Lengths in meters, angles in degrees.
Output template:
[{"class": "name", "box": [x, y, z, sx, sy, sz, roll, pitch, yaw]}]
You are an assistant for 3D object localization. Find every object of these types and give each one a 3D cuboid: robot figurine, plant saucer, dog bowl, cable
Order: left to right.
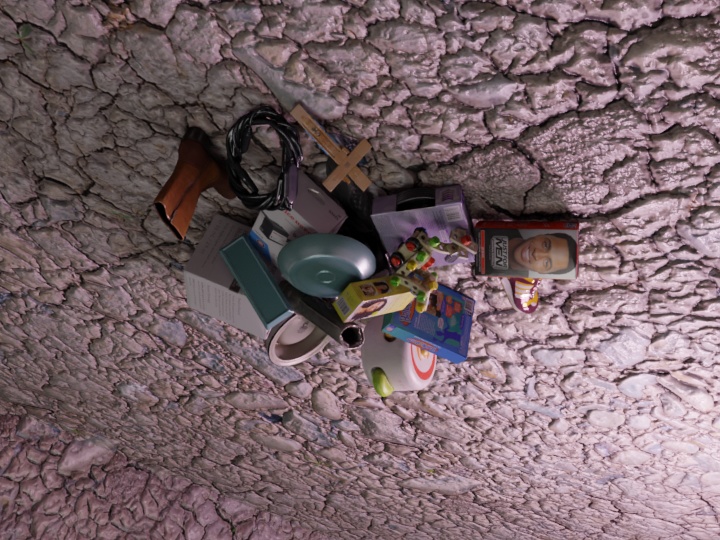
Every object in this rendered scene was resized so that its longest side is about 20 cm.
[{"class": "plant saucer", "box": [-0.216, 0.020, 1.732, 0.070, 0.201, 0.019, -33, 167, -1]}, {"class": "cable", "box": [-0.183, -0.211, 1.577, 0.162, 0.051, 0.202, 16, 119, 28]}, {"class": "dog bowl", "box": [-0.150, 0.133, 2.013, 0.198, 0.074, 0.201, -26, 145, -20]}, {"class": "plant saucer", "box": [-0.068, 0.001, 1.665, 0.197, 0.036, 0.201, 1, 144, 1]}, {"class": "robot figurine", "box": [0.002, 0.000, 1.795, 0.148, 0.126, 0.201, 0, 144, 19]}]

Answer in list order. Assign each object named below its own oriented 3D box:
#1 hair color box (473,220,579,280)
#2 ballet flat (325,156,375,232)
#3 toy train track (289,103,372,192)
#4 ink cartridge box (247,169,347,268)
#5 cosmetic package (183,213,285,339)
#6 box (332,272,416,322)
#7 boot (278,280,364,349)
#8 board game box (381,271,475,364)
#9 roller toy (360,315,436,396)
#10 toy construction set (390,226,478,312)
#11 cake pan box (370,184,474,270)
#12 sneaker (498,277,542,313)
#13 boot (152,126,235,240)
[{"class": "hair color box", "box": [0.322, -0.041, 1.634, 0.197, 0.061, 0.103, 1, 107, 17]}, {"class": "ballet flat", "box": [-0.016, -0.158, 1.653, 0.066, 0.057, 0.201, 18, 148, 38]}, {"class": "toy train track", "box": [-0.056, -0.225, 1.546, 0.200, 0.115, 0.033, 45, 177, -21]}, {"class": "ink cartridge box", "box": [-0.132, -0.087, 1.711, 0.145, 0.084, 0.200, 42, 145, 3]}, {"class": "cosmetic package", "box": [-0.261, 0.015, 1.850, 0.198, 0.166, 0.166, 21, 149, 5]}, {"class": "box", "box": [0.039, 0.053, 1.715, 0.199, 0.050, 0.075, -11, 150, -47]}, {"class": "boot", "box": [-0.069, 0.097, 1.768, 0.198, 0.073, 0.181, 24, -178, 27]}, {"class": "board game box", "box": [0.152, 0.099, 1.861, 0.198, 0.154, 0.045, 25, 146, -16]}, {"class": "roller toy", "box": [0.097, 0.188, 1.990, 0.138, 0.203, 0.182, -7, 177, 28]}, {"class": "toy construction set", "box": [0.132, -0.014, 1.649, 0.131, 0.092, 0.200, 42, 127, -3]}, {"class": "cake pan box", "box": [0.131, -0.082, 1.677, 0.182, 0.053, 0.201, -9, 142, 17]}, {"class": "sneaker", "box": [0.349, 0.025, 1.749, 0.089, 0.076, 0.200, -3, 144, 33]}, {"class": "boot", "box": [-0.310, -0.144, 1.628, 0.068, 0.202, 0.189, 1, 145, 19]}]
